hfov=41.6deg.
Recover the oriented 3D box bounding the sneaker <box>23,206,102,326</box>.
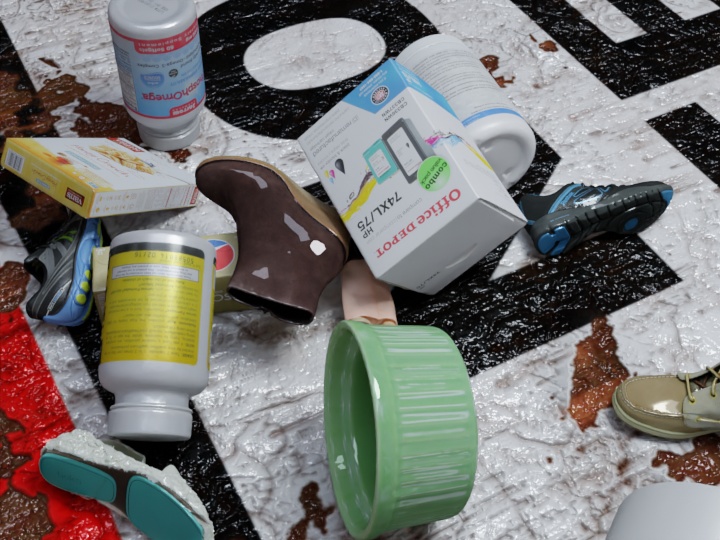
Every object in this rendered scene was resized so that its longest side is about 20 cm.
[{"bbox_3d":[-0.344,-0.023,1.095,0.082,0.071,0.200,1,50,-5],"label":"sneaker"}]

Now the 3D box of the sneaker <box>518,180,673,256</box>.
[{"bbox_3d":[0.292,-0.085,1.175,0.199,0.073,0.082,-13,49,-15],"label":"sneaker"}]

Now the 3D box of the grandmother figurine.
[{"bbox_3d":[0.000,0.000,1.103,0.121,0.061,0.201,19,41,-22],"label":"grandmother figurine"}]

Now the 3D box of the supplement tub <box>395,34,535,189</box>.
[{"bbox_3d":[0.127,-0.198,1.230,0.131,0.132,0.200,-14,51,-15],"label":"supplement tub"}]

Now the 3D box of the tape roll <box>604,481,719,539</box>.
[{"bbox_3d":[0.294,0.267,0.781,0.202,0.203,0.071,24,52,18],"label":"tape roll"}]

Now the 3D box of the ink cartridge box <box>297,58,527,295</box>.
[{"bbox_3d":[0.059,-0.099,1.070,0.147,0.146,0.200,-38,65,19],"label":"ink cartridge box"}]

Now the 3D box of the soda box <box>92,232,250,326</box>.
[{"bbox_3d":[-0.200,0.008,1.079,0.199,0.064,0.068,-6,49,-9],"label":"soda box"}]

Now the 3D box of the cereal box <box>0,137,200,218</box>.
[{"bbox_3d":[-0.303,-0.115,1.134,0.144,0.040,0.200,29,20,20],"label":"cereal box"}]

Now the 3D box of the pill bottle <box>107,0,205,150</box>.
[{"bbox_3d":[-0.256,-0.256,1.218,0.108,0.200,0.109,1,48,-1],"label":"pill bottle"}]

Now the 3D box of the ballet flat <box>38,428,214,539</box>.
[{"bbox_3d":[-0.215,0.201,0.910,0.199,0.072,0.072,22,51,16],"label":"ballet flat"}]

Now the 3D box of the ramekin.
[{"bbox_3d":[0.034,0.144,0.886,0.097,0.200,0.201,-2,48,-15],"label":"ramekin"}]

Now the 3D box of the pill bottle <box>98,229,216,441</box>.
[{"bbox_3d":[-0.206,0.068,0.960,0.111,0.111,0.201,1,74,-1],"label":"pill bottle"}]

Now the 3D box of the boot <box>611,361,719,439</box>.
[{"bbox_3d":[0.367,0.104,0.956,0.199,0.155,0.072,4,48,1],"label":"boot"}]

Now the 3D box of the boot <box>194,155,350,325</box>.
[{"bbox_3d":[-0.113,-0.038,1.028,0.199,0.073,0.167,23,43,2],"label":"boot"}]
